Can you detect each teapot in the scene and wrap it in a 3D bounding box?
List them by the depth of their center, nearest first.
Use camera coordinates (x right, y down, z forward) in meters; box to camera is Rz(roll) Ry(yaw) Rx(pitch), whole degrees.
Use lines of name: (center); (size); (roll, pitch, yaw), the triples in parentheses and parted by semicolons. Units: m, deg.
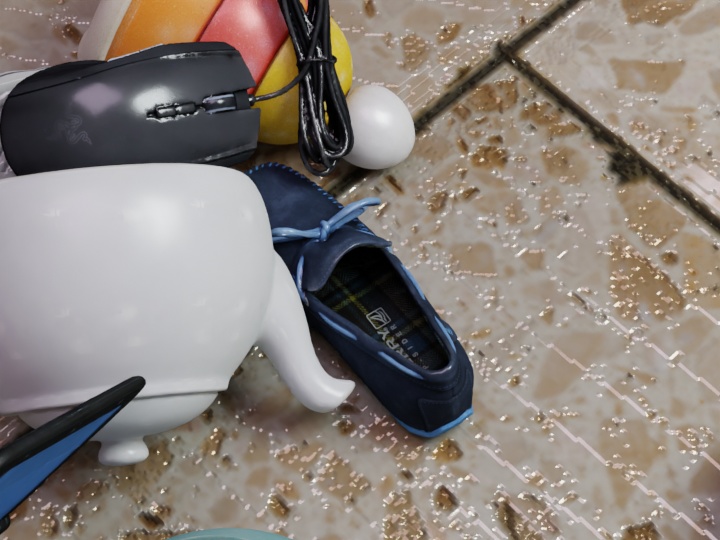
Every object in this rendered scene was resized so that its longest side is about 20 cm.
teapot: (-0.137, 0.029, 0.916); (0.199, 0.197, 0.147); (-8, 85, 30)

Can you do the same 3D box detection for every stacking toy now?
stacking toy: (-0.054, -0.125, 1.043); (0.199, 0.146, 0.147); (31, 63, -1)

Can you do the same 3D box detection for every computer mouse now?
computer mouse: (-0.097, -0.116, 0.952); (0.198, 0.046, 0.142); (-6, 94, -18)

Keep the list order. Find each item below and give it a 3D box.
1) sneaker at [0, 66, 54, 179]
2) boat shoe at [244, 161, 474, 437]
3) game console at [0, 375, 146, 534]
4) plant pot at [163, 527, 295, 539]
sneaker: (-0.203, -0.078, 1.000); (0.198, 0.079, 0.079); (-1, 98, -18)
boat shoe: (0.000, 0.000, 0.977); (0.084, 0.069, 0.200); (-39, 64, -20)
game console: (-0.160, 0.154, 0.773); (0.115, 0.200, 0.177); (-8, 95, 13)
plant pot: (-0.065, 0.204, 0.819); (0.199, 0.135, 0.202); (-1, 58, 2)
